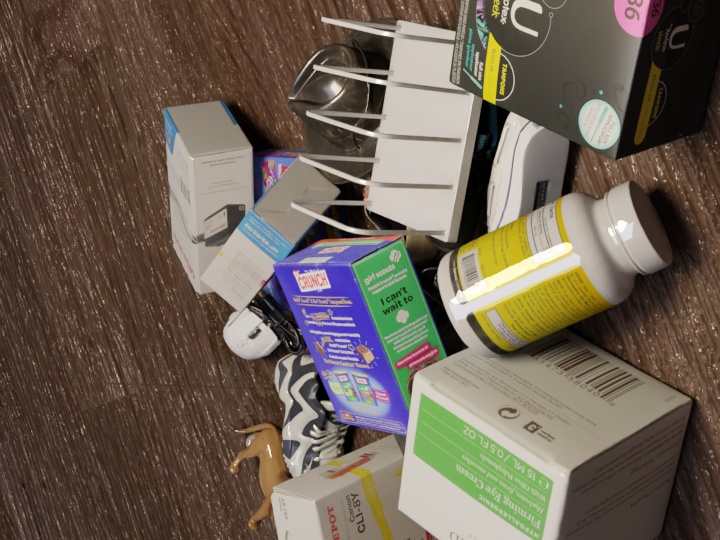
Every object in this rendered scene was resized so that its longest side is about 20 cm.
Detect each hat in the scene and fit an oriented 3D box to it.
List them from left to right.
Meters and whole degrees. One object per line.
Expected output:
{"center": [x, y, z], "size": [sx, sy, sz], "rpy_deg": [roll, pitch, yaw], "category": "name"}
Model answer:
{"center": [-0.026, -0.191, 1.393], "size": [0.200, 0.081, 0.201], "rpy_deg": [-17, 69, 50], "category": "hat"}

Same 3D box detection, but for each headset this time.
{"center": [0.092, 0.038, 1.376], "size": [0.124, 0.094, 0.200], "rpy_deg": [51, 167, 18], "category": "headset"}

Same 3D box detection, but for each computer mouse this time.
{"center": [-0.138, 0.084, 1.672], "size": [0.110, 0.044, 0.200], "rpy_deg": [44, 155, -5], "category": "computer mouse"}

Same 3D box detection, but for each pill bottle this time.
{"center": [0.182, -0.003, 1.192], "size": [0.200, 0.112, 0.113], "rpy_deg": [-26, 83, 25], "category": "pill bottle"}

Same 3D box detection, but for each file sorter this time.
{"center": [0.024, -0.142, 1.245], "size": [0.139, 0.124, 0.201], "rpy_deg": [25, 110, 50], "category": "file sorter"}

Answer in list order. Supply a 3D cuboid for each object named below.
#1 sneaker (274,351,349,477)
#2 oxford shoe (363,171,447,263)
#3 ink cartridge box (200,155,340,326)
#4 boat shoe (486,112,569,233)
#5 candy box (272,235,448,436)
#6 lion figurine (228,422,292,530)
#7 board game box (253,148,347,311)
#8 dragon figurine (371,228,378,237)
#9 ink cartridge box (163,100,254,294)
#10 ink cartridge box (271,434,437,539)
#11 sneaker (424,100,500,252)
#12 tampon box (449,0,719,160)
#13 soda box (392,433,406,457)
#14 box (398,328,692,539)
{"center": [-0.040, 0.200, 1.609], "size": [0.130, 0.079, 0.200], "rpy_deg": [-10, 87, 60], "category": "sneaker"}
{"center": [0.032, -0.098, 1.406], "size": [0.200, 0.075, 0.070], "rpy_deg": [61, 143, 18], "category": "oxford shoe"}
{"center": [-0.115, -0.030, 1.495], "size": [0.068, 0.115, 0.200], "rpy_deg": [40, 138, -2], "category": "ink cartridge box"}
{"center": [0.161, -0.069, 1.279], "size": [0.065, 0.073, 0.200], "rpy_deg": [51, 137, 49], "category": "boat shoe"}
{"center": [0.008, 0.067, 1.359], "size": [0.169, 0.077, 0.200], "rpy_deg": [1, 117, 59], "category": "candy box"}
{"center": [-0.116, 0.277, 1.744], "size": [0.122, 0.072, 0.200], "rpy_deg": [-43, 66, 41], "category": "lion figurine"}
{"center": [-0.076, -0.048, 1.583], "size": [0.134, 0.045, 0.201], "rpy_deg": [10, 111, 49], "category": "board game box"}
{"center": [0.000, 0.000, 1.466], "size": [0.059, 0.099, 0.200], "rpy_deg": [33, 128, 38], "category": "dragon figurine"}
{"center": [-0.191, -0.094, 1.627], "size": [0.145, 0.084, 0.200], "rpy_deg": [-125, 30, -51], "category": "ink cartridge box"}
{"center": [0.007, 0.294, 1.493], "size": [0.083, 0.200, 0.146], "rpy_deg": [3, 107, 50], "category": "ink cartridge box"}
{"center": [0.099, -0.114, 1.291], "size": [0.082, 0.073, 0.201], "rpy_deg": [-147, 57, -66], "category": "sneaker"}
{"center": [0.198, -0.210, 1.120], "size": [0.200, 0.126, 0.150], "rpy_deg": [32, 128, 39], "category": "tampon box"}
{"center": [0.081, 0.180, 1.469], "size": [0.071, 0.063, 0.200], "rpy_deg": [-38, 75, 50], "category": "soda box"}
{"center": [0.176, 0.181, 1.244], "size": [0.199, 0.200, 0.172], "rpy_deg": [31, 129, 38], "category": "box"}
